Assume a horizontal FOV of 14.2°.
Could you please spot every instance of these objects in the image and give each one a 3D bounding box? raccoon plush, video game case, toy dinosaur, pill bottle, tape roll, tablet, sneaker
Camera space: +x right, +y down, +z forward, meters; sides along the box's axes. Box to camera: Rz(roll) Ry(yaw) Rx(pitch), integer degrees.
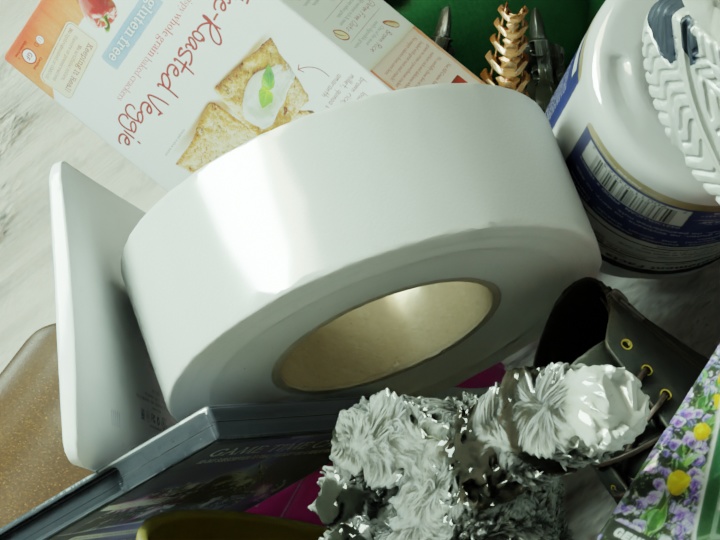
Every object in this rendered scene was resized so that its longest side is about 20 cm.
[{"bbox_3d":[0.078,0.098,1.164,0.200,0.134,0.097,-12,74,48],"label":"raccoon plush"},{"bbox_3d":[-0.097,0.107,1.280,0.200,0.143,0.019,-32,73,28],"label":"video game case"},{"bbox_3d":[0.068,-0.053,1.421,0.200,0.102,0.136,127,153,-43],"label":"toy dinosaur"},{"bbox_3d":[0.138,-0.060,1.291,0.111,0.111,0.200,-59,-2,-15],"label":"pill bottle"},{"bbox_3d":[0.000,0.000,1.248,0.202,0.202,0.071,-34,66,31],"label":"tape roll"},{"bbox_3d":[-0.100,0.032,1.294,0.014,0.200,0.131,-7,79,12],"label":"tablet"},{"bbox_3d":[0.126,0.091,1.195,0.075,0.106,0.200,-43,29,17],"label":"sneaker"},{"bbox_3d":[0.218,-0.063,1.155,0.129,0.080,0.199,-32,53,-30],"label":"sneaker"}]

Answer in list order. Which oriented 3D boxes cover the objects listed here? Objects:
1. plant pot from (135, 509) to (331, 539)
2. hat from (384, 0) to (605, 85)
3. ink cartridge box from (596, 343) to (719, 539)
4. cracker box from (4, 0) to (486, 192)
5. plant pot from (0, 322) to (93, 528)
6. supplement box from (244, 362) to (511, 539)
[{"bbox_3d":[-0.017,0.202,1.224,0.200,0.199,0.143,31,106,63],"label":"plant pot"},{"bbox_3d":[0.015,-0.106,1.477,0.199,0.166,0.176,-1,30,22],"label":"hat"},{"bbox_3d":[0.188,0.060,1.130,0.109,0.050,0.200,27,72,24],"label":"ink cartridge box"},{"bbox_3d":[-0.053,-0.091,1.362,0.134,0.200,0.058,-50,2,40],"label":"cracker box"},{"bbox_3d":[-0.158,0.146,1.491,0.200,0.200,0.199,-17,36,48],"label":"plant pot"},{"bbox_3d":[-0.012,0.118,1.382,0.200,0.101,0.103,-59,26,-15],"label":"supplement box"}]
